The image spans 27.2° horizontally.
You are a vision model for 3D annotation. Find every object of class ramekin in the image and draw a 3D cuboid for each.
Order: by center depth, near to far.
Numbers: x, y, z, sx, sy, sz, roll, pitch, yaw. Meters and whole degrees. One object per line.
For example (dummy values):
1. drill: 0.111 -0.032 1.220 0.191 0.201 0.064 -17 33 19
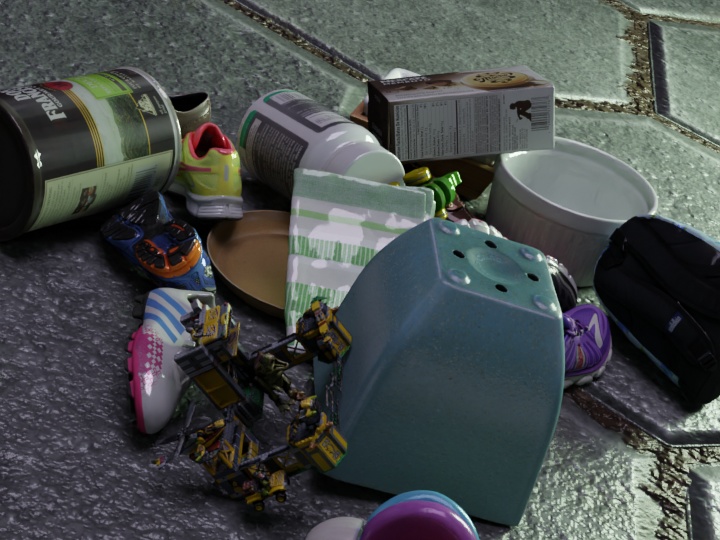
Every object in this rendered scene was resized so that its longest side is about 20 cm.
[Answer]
1. ramekin: 0.243 -0.067 1.767 0.199 0.105 0.200 13 30 -7

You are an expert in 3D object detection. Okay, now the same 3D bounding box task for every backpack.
1. backpack: 0.348 0.027 1.628 0.200 0.164 0.154 35 13 27

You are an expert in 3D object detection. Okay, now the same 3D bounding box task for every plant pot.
1. plant pot: 0.083 0.073 1.337 0.195 0.201 0.196 16 30 -13
2. plant pot: -0.067 0.000 1.571 0.199 0.028 0.200 13 29 -8

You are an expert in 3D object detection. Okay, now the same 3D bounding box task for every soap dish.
1. soap dish: 0.097 -0.173 1.888 0.199 0.082 0.157 23 31 8

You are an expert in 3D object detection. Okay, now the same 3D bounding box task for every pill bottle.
1. pill bottle: -0.045 -0.122 1.665 0.113 0.114 0.200 -6 26 -35

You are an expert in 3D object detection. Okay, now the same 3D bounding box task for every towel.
1. towel: 0.000 0.000 1.500 0.152 0.023 0.201 9 69 -13

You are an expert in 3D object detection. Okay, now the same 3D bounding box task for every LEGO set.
1. LEGO set: -0.090 0.089 1.262 0.153 0.116 0.201 -19 37 26

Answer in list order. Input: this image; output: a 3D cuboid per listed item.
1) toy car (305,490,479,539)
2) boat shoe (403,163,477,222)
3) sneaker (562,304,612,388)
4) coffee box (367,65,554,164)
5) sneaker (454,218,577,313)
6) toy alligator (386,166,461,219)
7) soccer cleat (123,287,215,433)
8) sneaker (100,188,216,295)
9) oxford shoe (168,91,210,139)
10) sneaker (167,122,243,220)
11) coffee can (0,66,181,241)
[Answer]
1. toy car: 0.032 0.242 1.099 0.174 0.151 0.200 20 30 5
2. boat shoe: 0.083 -0.063 1.694 0.070 0.070 0.200 -38 44 -7
3. sneaker: 0.210 0.075 1.537 0.080 0.084 0.200 31 31 21
4. coffee box: 0.115 -0.183 1.742 0.199 0.080 0.113 -7 21 -10
5. sneaker: 0.161 0.021 1.589 0.199 0.074 0.088 29 44 -38
6. toy alligator: 0.037 -0.059 1.574 0.199 0.060 0.054 -28 13 -24
7. soccer cleat: -0.165 0.073 1.344 0.086 0.070 0.200 -4 30 -2
8. sneaker: -0.202 -0.018 1.496 0.075 0.079 0.200 -33 32 -9
9. oxford shoe: -0.263 -0.176 1.711 0.199 0.073 0.071 -10 40 -38
10. sneaker: -0.172 -0.122 1.635 0.078 0.091 0.200 -3 21 -27
11. coffee can: -0.305 -0.124 1.531 0.146 0.147 0.200 35 33 27
